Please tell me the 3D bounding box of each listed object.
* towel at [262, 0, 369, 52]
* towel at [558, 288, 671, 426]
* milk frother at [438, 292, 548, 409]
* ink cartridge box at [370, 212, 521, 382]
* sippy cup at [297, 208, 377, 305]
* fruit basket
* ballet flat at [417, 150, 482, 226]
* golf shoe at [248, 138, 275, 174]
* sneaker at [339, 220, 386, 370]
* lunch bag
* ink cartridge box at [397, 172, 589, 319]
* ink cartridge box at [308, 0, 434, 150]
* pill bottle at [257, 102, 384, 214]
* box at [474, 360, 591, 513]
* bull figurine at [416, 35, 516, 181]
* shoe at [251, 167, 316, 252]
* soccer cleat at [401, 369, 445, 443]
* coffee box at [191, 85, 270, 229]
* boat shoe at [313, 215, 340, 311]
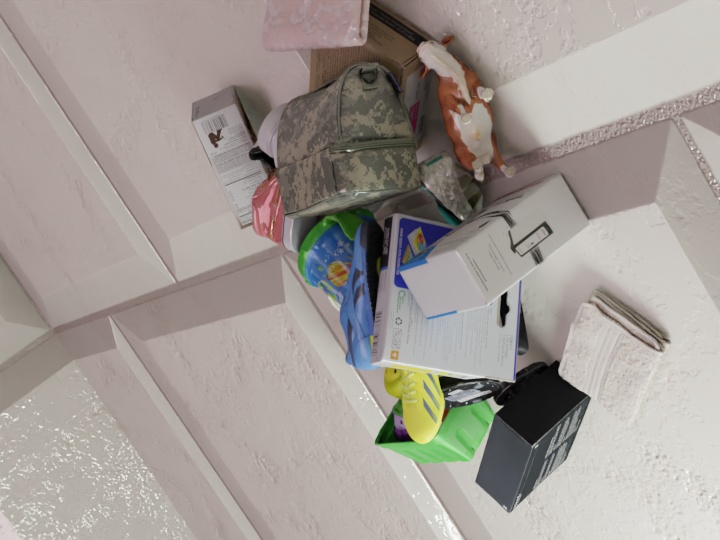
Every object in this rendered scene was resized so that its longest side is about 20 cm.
[{"bbox_3d":[-0.056,-0.379,1.555,0.199,0.032,0.192,10,97,51],"label":"towel"},{"bbox_3d":[0.338,0.121,1.640,0.132,0.034,0.201,38,148,25],"label":"towel"},{"bbox_3d":[0.168,0.098,1.773,0.200,0.179,0.189,49,-152,-65],"label":"milk frother"},{"bbox_3d":[0.117,0.040,1.618,0.047,0.199,0.199,-20,62,62],"label":"ink cartridge box"},{"bbox_3d":[0.000,0.000,1.730,0.130,0.140,0.177,46,-166,35],"label":"sippy cup"},{"bbox_3d":[0.096,0.213,1.995,0.215,0.156,0.216,26,155,14],"label":"fruit basket"},{"bbox_3d":[0.132,-0.100,1.641,0.072,0.072,0.200,33,175,31],"label":"ballet flat"},{"bbox_3d":[-0.088,-0.140,1.905,0.200,0.092,0.073,43,148,14],"label":"golf shoe"},{"bbox_3d":[-0.001,0.034,1.629,0.078,0.066,0.202,0,96,34],"label":"sneaker"},{"bbox_3d":[-0.022,-0.168,1.579,0.200,0.139,0.169,-13,88,59],"label":"lunch bag"},{"bbox_3d":[0.169,-0.030,1.546,0.085,0.200,0.146,58,150,-7],"label":"ink cartridge box"},{"bbox_3d":[0.012,-0.258,1.646,0.164,0.075,0.201,38,147,22],"label":"ink cartridge box"},{"bbox_3d":[-0.055,-0.164,1.807,0.200,0.112,0.113,37,148,25],"label":"pill bottle"},{"bbox_3d":[0.253,0.247,1.792,0.079,0.141,0.201,38,148,23],"label":"box"},{"bbox_3d":[0.133,-0.200,1.530,0.201,0.065,0.122,63,180,-34],"label":"bull figurine"},{"bbox_3d":[-0.103,-0.132,1.734,0.091,0.071,0.201,21,109,36],"label":"shoe"},{"bbox_3d":[0.074,0.131,1.642,0.064,0.202,0.084,-6,164,33],"label":"soccer cleat"},{"bbox_3d":[-0.200,-0.184,1.982,0.113,0.079,0.201,-107,-6,-65],"label":"coffee box"},{"bbox_3d":[-0.046,-0.017,1.836,0.062,0.075,0.200,43,166,44],"label":"boat shoe"}]
